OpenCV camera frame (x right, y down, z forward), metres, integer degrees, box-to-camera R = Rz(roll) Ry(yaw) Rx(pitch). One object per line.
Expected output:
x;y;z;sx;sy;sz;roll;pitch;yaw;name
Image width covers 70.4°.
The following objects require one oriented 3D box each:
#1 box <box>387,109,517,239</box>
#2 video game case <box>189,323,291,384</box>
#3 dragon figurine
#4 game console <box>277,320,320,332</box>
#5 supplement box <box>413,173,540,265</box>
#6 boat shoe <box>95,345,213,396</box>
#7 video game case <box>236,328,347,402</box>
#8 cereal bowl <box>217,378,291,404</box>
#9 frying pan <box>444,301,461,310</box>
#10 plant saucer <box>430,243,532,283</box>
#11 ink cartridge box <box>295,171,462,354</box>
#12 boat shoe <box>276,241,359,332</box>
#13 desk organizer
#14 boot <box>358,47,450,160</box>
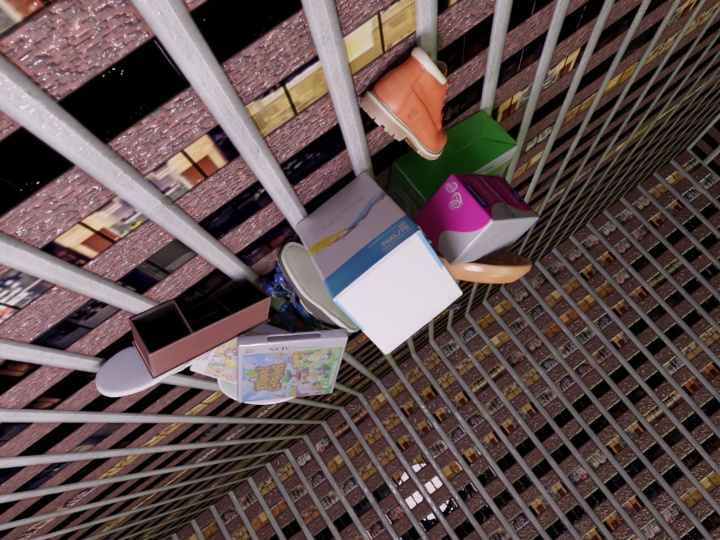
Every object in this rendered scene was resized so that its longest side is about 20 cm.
0.153;-0.153;0.904;0.199;0.097;0.177;-32;162;-15;box
-0.193;0.160;0.936;0.199;0.023;0.182;22;131;-18;video game case
-0.107;0.072;0.904;0.058;0.201;0.100;-18;-161;22;dragon figurine
-0.185;0.183;1.202;0.200;0.031;0.176;-47;159;28;game console
0.195;-0.085;0.837;0.199;0.101;0.104;-12;149;-50;supplement box
-0.312;0.143;0.809;0.199;0.071;0.070;-31;157;-33;boat shoe
-0.125;0.172;0.899;0.180;0.022;0.201;-2;141;-15;video game case
-0.195;0.193;1.063;0.198;0.084;0.201;-7;136;-6;cereal bowl
0.091;0.053;0.812;0.114;0.031;0.190;-24;-177;5;frying pan
0.205;-0.014;0.922;0.199;0.199;0.038;-11;112;-53;plant saucer
0.021;-0.017;0.759;0.146;0.200;0.147;-38;130;4;ink cartridge box
-0.076;0.035;0.851;0.060;0.201;0.072;-11;-140;43;boat shoe
-0.238;0.075;0.776;0.199;0.072;0.077;-27;157;-30;desk organizer
0.088;-0.216;0.676;0.107;0.075;0.200;-48;159;17;boot
